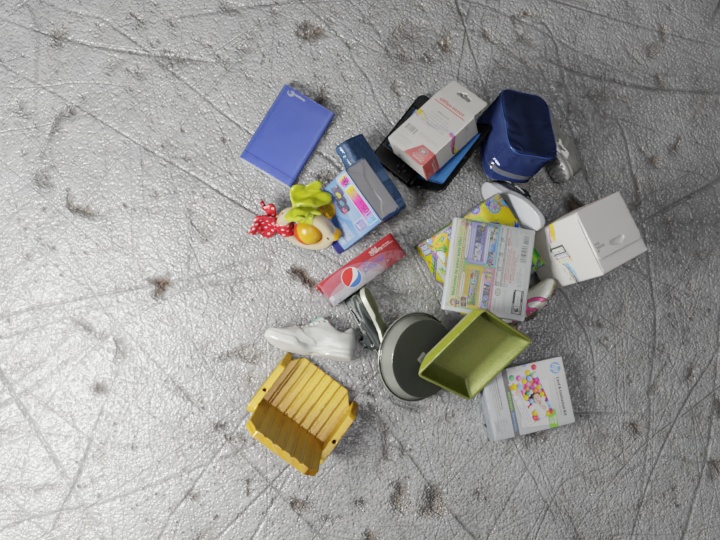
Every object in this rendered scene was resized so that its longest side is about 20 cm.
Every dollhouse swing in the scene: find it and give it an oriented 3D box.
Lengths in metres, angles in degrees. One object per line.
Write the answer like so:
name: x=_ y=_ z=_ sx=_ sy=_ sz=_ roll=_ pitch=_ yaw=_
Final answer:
dollhouse swing: x=-0.117 y=0.293 z=1.345 sx=0.200 sy=0.176 sz=0.182 roll=38 pitch=80 yaw=-3

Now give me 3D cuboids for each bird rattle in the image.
bird rattle: x=-0.135 y=-0.093 z=1.388 sx=0.163 sy=0.200 sz=0.113 roll=39 pitch=45 yaw=-27

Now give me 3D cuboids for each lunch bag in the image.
lunch bag: x=0.347 y=-0.307 z=1.487 sx=0.136 sy=0.132 sz=0.200 roll=8 pitch=64 yaw=-20

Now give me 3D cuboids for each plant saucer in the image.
plant saucer: x=0.239 y=0.172 z=1.396 sx=0.200 sy=0.048 sz=0.200 roll=-47 pitch=131 yaw=14

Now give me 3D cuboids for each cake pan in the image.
cake pan: x=0.131 y=0.192 z=1.427 sx=0.200 sy=0.037 sz=0.200 roll=-1 pitch=93 yaw=-30

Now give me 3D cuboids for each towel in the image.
towel: x=0.021 y=-0.204 z=1.453 sx=0.049 sy=0.112 sz=0.200 roll=-30 pitch=93 yaw=31

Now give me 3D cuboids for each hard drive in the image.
hard drive: x=-0.165 y=-0.304 z=1.470 sx=0.132 sy=0.025 sz=0.200 roll=30 pitch=81 yaw=-5

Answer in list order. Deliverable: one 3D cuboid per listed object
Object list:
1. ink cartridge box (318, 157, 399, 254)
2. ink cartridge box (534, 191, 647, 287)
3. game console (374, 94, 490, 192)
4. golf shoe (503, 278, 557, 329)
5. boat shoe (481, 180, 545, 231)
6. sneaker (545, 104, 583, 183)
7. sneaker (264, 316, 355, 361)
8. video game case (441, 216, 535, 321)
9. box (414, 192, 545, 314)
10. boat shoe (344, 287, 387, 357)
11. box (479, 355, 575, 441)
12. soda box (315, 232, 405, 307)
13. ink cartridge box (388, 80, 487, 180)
ink cartridge box: x=-0.029 y=-0.128 z=1.411 sx=0.076 sy=0.200 sz=0.136 roll=-35 pitch=89 yaw=-41
ink cartridge box: x=0.493 y=-0.062 z=1.449 sx=0.147 sy=0.200 sz=0.145 roll=-25 pitch=89 yaw=-25
game console: x=0.159 y=-0.293 z=1.475 sx=0.176 sy=0.116 sz=0.200 roll=38 pitch=80 yaw=-4
golf shoe: x=0.351 y=0.078 z=1.466 sx=0.200 sy=0.073 sz=0.092 roll=-41 pitch=91 yaw=12
boat shoe: x=0.359 y=-0.155 z=1.471 sx=0.068 sy=0.200 sz=0.072 roll=-20 pitch=125 yaw=-19
sneaker: x=0.467 y=-0.311 z=1.559 sx=0.082 sy=0.075 sz=0.200 roll=-25 pitch=96 yaw=-24
sneaker: x=-0.109 y=0.139 z=1.422 sx=0.200 sy=0.075 sz=0.089 roll=14 pitch=71 yaw=-14
video game case: x=0.274 y=-0.002 z=1.390 sx=0.182 sy=0.022 sz=0.200 roll=9 pitch=85 yaw=-7
box: x=0.265 y=-0.035 z=1.464 sx=0.200 sy=0.122 sz=0.193 roll=-33 pitch=91 yaw=-10
boat shoe: x=0.021 y=0.138 z=1.438 sx=0.066 sy=0.075 sz=0.199 roll=-20 pitch=105 yaw=16
box: x=0.379 y=0.293 z=1.492 sx=0.200 sy=0.041 sz=0.156 roll=-10 pitch=86 yaw=-11
soda box: x=0.000 y=0.000 z=1.445 sx=0.200 sy=0.070 sz=0.063 roll=-36 pitch=90 yaw=-10
ink cartridge box: x=0.175 y=-0.311 z=1.431 sx=0.200 sy=0.068 sz=0.116 roll=-43 pitch=63 yaw=-3
